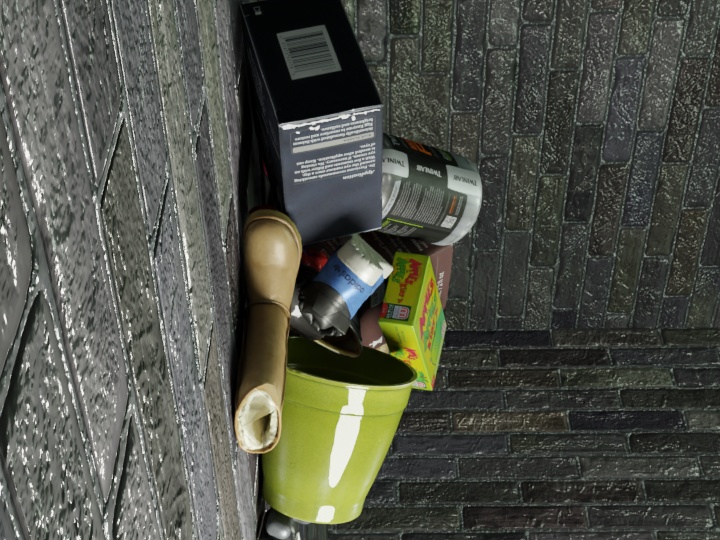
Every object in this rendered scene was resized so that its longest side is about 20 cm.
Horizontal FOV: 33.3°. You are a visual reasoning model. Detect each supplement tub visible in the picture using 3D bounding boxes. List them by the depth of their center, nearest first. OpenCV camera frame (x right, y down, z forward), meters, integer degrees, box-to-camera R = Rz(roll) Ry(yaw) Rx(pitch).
[{"bbox_3d":[0.047,-0.107,1.531,0.122,0.199,0.123,-19,-114,50],"label":"supplement tub"}]

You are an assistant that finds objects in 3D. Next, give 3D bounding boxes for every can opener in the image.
[{"bbox_3d":[-0.093,0.314,1.548,0.200,0.066,0.053,-56,168,-82],"label":"can opener"}]

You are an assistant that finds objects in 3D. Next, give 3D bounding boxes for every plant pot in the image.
[{"bbox_3d":[-0.044,0.203,1.502,0.200,0.199,0.194,-87,-172,-79],"label":"plant pot"}]

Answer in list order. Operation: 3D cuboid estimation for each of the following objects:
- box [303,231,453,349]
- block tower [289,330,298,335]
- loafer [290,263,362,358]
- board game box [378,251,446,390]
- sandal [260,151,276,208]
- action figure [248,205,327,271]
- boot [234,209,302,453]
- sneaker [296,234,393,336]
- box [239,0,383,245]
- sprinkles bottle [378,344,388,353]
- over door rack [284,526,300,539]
[{"bbox_3d":[0.000,0.000,1.679,0.164,0.199,0.166,50,-23,28],"label":"box"},{"bbox_3d":[-0.080,0.163,1.686,0.201,0.057,0.054,-88,179,-46],"label":"block tower"},{"bbox_3d":[-0.056,0.049,1.448,0.200,0.073,0.072,27,27,-51],"label":"loafer"},{"bbox_3d":[0.071,0.070,1.585,0.200,0.047,0.102,71,30,-60],"label":"board game box"},{"bbox_3d":[-0.113,-0.153,1.563,0.075,0.045,0.201,-81,-174,-55],"label":"sandal"},{"bbox_3d":[-0.104,-0.013,1.477,0.200,0.098,0.066,41,46,-58],"label":"action figure"},{"bbox_3d":[-0.099,0.061,1.273,0.201,0.066,0.176,-88,177,-49],"label":"boot"},{"bbox_3d":[-0.023,0.019,1.408,0.111,0.077,0.200,-48,-178,6],"label":"sneaker"},{"bbox_3d":[-0.053,-0.170,1.342,0.201,0.117,0.197,90,-15,-52],"label":"box"},{"bbox_3d":[0.011,0.055,1.808,0.068,0.068,0.201,88,2,-69],"label":"sprinkles bottle"},{"bbox_3d":[-0.083,0.442,1.545,0.148,0.066,0.201,-85,154,-83],"label":"over door rack"}]
